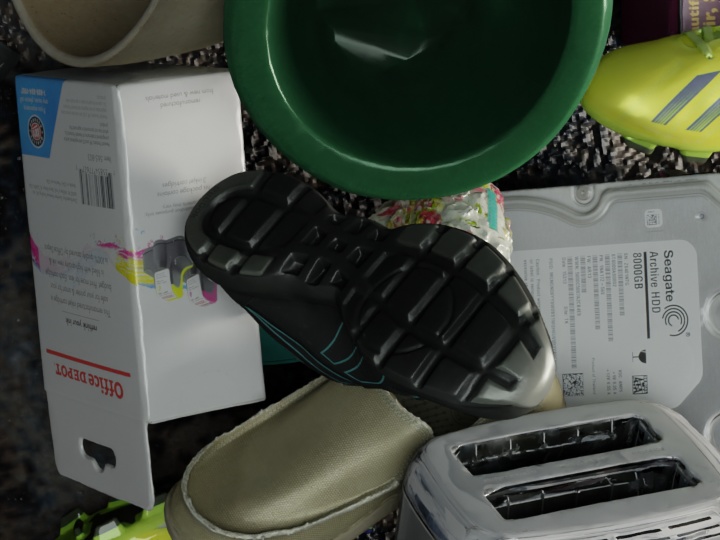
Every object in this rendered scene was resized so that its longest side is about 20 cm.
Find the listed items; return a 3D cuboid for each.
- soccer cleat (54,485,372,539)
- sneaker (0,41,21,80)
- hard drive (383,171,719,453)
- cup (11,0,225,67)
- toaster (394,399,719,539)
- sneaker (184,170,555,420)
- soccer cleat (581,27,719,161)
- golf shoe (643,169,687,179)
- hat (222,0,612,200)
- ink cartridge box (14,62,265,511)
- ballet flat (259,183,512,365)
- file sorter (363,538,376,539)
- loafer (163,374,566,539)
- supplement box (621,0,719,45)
[{"bbox_3d":[-0.086,0.142,1.288,0.200,0.065,0.084,-25,104,-6],"label":"soccer cleat"},{"bbox_3d":[-0.209,-0.086,1.234,0.104,0.060,0.200,-15,97,-3],"label":"sneaker"},{"bbox_3d":[0.109,0.027,1.242,0.200,0.038,0.140,-3,87,24],"label":"hard drive"},{"bbox_3d":[-0.065,-0.192,1.194,0.143,0.200,0.201,0,99,-34],"label":"cup"},{"bbox_3d":[0.089,0.140,1.157,0.200,0.114,0.129,-8,121,-20],"label":"toaster"},{"bbox_3d":[0.012,0.017,1.126,0.075,0.200,0.079,-48,140,-16],"label":"sneaker"},{"bbox_3d":[0.196,-0.099,1.182,0.200,0.065,0.084,-3,133,-17],"label":"soccer cleat"},{"bbox_3d":[0.203,0.036,1.324,0.073,0.092,0.200,-33,85,26],"label":"golf shoe"},{"bbox_3d":[0.018,-0.137,1.175,0.165,0.176,0.200,19,117,-12],"label":"hat"},{"bbox_3d":[-0.105,0.004,1.232,0.068,0.115,0.201,-10,101,-30],"label":"ink cartridge box"},{"bbox_3d":[0.000,0.000,1.246,0.076,0.200,0.064,37,54,-35],"label":"ballet flat"},{"bbox_3d":[0.048,0.261,1.298,0.138,0.125,0.200,15,96,-11],"label":"file sorter"},{"bbox_3d":[0.001,0.074,1.182,0.200,0.076,0.068,-22,142,-15],"label":"loafer"},{"bbox_3d":[0.237,-0.172,1.276,0.199,0.103,0.131,-2,102,-10],"label":"supplement box"}]
